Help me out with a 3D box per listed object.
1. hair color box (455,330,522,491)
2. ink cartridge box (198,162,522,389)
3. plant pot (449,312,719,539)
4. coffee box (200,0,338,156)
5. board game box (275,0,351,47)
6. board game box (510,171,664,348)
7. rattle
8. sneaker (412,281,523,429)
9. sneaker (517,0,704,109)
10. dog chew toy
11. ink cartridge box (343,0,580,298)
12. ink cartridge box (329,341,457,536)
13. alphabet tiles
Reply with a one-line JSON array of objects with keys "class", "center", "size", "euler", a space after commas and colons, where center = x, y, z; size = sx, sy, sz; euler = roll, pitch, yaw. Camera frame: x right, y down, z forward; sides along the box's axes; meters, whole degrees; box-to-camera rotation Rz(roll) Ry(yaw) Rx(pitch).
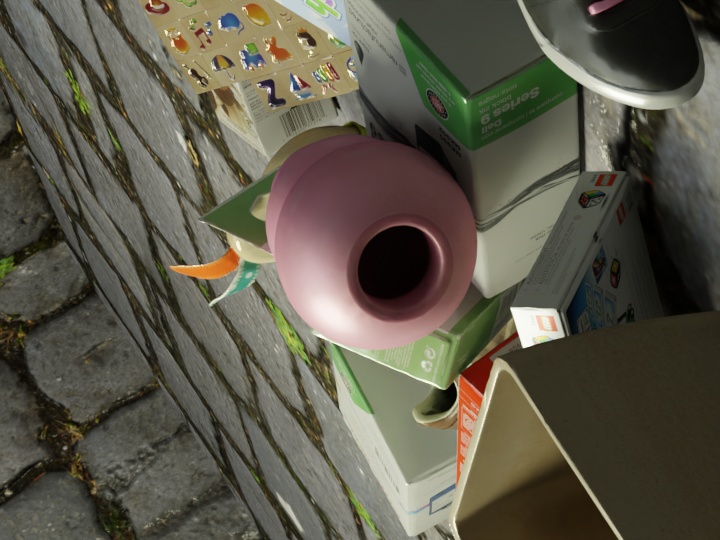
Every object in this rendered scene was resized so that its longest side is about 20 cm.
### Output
[{"class": "hair color box", "center": [0.126, 0.117, 1.295], "size": [0.064, 0.110, 0.201], "euler": [44, 156, 27]}, {"class": "ink cartridge box", "center": [0.000, 0.000, 1.277], "size": [0.198, 0.145, 0.048], "euler": [22, 116, 15]}, {"class": "plant pot", "center": [0.181, 0.135, 0.964], "size": [0.201, 0.176, 0.200], "euler": [56, 158, 25]}, {"class": "coffee box", "center": [-0.104, -0.213, 1.563], "size": [0.113, 0.079, 0.201], "euler": [39, 155, 56]}, {"class": "board game box", "center": [-0.064, -0.248, 1.295], "size": [0.199, 0.037, 0.152], "euler": [32, 159, 13]}, {"class": "board game box", "center": [0.149, 0.058, 1.118], "size": [0.034, 0.127, 0.201], "euler": [3, 131, 29]}, {"class": "rattle", "center": [-0.039, -0.018, 1.471], "size": [0.143, 0.199, 0.131], "euler": [49, 163, 37]}, {"class": "sneaker", "center": [0.074, 0.036, 1.367], "size": [0.070, 0.075, 0.202], "euler": [-135, 34, -53]}, {"class": "sneaker", "center": [0.104, -0.172, 0.908], "size": [0.201, 0.070, 0.099], "euler": [59, 172, 25]}, {"class": "dog chew toy", "center": [-0.005, -0.028, 1.153], "size": [0.125, 0.124, 0.200], "euler": [65, 172, -21]}, {"class": "ink cartridge box", "center": [0.066, -0.101, 1.164], "size": [0.146, 0.084, 0.201], "euler": [50, 163, 34]}, {"class": "ink cartridge box", "center": [0.043, 0.133, 1.611], "size": [0.146, 0.087, 0.200], "euler": [60, 170, 19]}, {"class": "alphabet tiles", "center": [-0.092, -0.201, 1.463], "size": [0.199, 0.008, 0.168], "euler": [-9, 121, 45]}]
